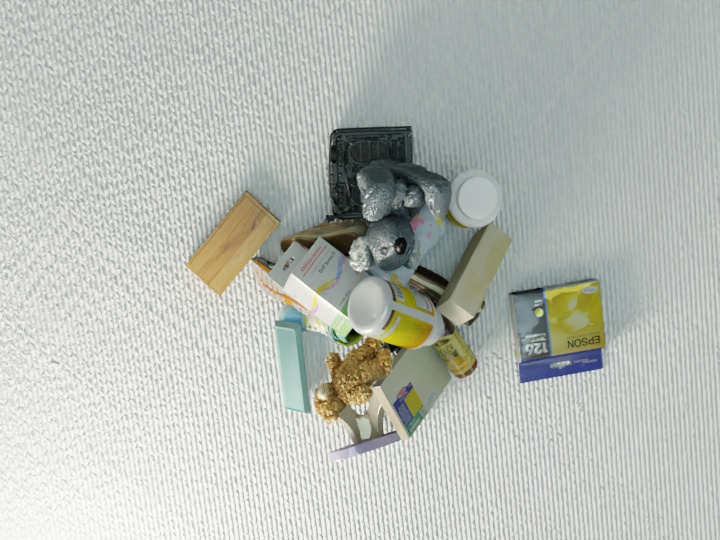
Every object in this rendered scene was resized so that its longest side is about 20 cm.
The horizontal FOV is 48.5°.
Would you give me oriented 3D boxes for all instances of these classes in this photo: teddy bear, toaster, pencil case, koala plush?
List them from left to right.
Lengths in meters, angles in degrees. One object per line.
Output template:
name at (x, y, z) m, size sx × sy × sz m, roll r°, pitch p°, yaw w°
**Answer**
teddy bear at (-0.020, 0.207, 1.565) m, size 0.197 × 0.067 × 0.148 m, roll -29°, pitch 57°, yaw 17°
toaster at (0.014, -0.196, 1.630) m, size 0.194 × 0.119 × 0.186 m, roll -3°, pitch 96°, yaw -3°
koala plush at (0.062, -0.092, 1.519) m, size 0.173 × 0.184 × 0.205 m, roll -5°, pitch 114°, yaw -20°
pencil case at (0.097, -0.040, 1.634) m, size 0.089 × 0.084 × 0.201 m, roll 21°, pitch 63°, yaw 32°

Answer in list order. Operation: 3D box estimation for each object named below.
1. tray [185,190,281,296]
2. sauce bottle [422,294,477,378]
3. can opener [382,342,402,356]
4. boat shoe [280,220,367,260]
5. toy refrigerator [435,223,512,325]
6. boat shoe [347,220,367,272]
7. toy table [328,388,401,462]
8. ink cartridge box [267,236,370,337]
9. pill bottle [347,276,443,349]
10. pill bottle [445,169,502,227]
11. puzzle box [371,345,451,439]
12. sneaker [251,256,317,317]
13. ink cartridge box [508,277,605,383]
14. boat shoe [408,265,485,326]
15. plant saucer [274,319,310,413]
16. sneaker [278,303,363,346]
tray at (-0.267, -0.057, 1.676) m, size 0.098 × 0.037 × 0.201 m, roll 40°, pitch 93°, yaw -7°
sauce bottle at (0.174, 0.139, 1.683) m, size 0.066 × 0.066 × 0.201 m, roll -37°, pitch 111°, yaw 2°
can opener at (0.089, 0.175, 1.711) m, size 0.078 × 0.063 × 0.202 m, roll -40°, pitch 108°, yaw -24°
boat shoe at (-0.074, -0.062, 1.654) m, size 0.195 × 0.065 × 0.072 m, roll -4°, pitch 127°, yaw 27°
toy refrigerator at (0.236, 0.009, 1.643) m, size 0.069 × 0.076 × 0.202 m, roll 34°, pitch 64°, yaw -7°
boat shoe at (0.000, 0.000, 1.682) m, size 0.060 × 0.072 × 0.206 m, roll -13°, pitch 84°, yaw 14°
toy table at (0.007, 0.315, 1.664) m, size 0.181 × 0.198 × 0.120 m, roll -22°, pitch 78°, yaw 32°
ink cartridge box at (-0.072, 0.019, 1.582) m, size 0.198 × 0.068 × 0.118 m, roll 37°, pitch 53°, yaw 0°
pill bottle at (0.074, 0.088, 1.538) m, size 0.198 × 0.108 × 0.111 m, roll 22°, pitch 97°, yaw -45°
pill bottle at (0.222, -0.142, 1.594) m, size 0.106 × 0.200 × 0.113 m, roll 0°, pitch 93°, yaw 1°
puzzle box at (0.109, 0.231, 1.650) m, size 0.025 × 0.200 × 0.135 m, roll -14°, pitch 112°, yaw 43°
sneaker at (-0.144, 0.023, 1.660) m, size 0.197 × 0.079 × 0.077 m, roll 30°, pitch 59°, yaw 20°
ink cartridge box at (0.429, 0.134, 1.728) m, size 0.192 × 0.047 × 0.206 m, roll -10°, pitch 95°, yaw -2°
boat shoe at (0.163, 0.057, 1.692) m, size 0.199 × 0.075 × 0.076 m, roll 27°, pitch 107°, yaw -2°
plant saucer at (-0.146, 0.207, 1.688) m, size 0.068 × 0.019 × 0.206 m, roll 6°, pitch 109°, yaw 33°
sneaker at (-0.076, 0.105, 1.654) m, size 0.194 × 0.131 × 0.082 m, roll -1°, pitch 106°, yaw -3°
